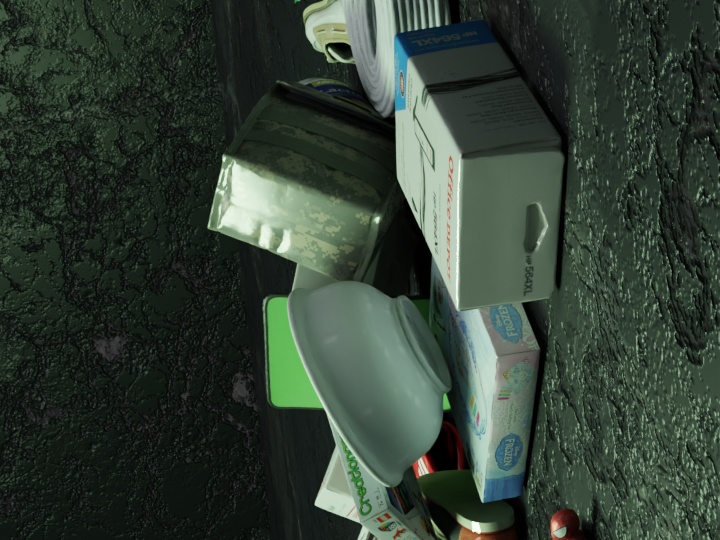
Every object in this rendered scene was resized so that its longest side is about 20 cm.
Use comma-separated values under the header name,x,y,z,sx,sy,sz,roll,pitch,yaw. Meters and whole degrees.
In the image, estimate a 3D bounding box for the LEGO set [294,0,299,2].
name,x,y,z,sx,sy,sz,roll,pitch,yaw
LEGO set,-0.077,-0.403,1.768,0.153,0.115,0.202,-33,57,52

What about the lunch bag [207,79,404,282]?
name,x,y,z,sx,sy,sz,roll,pitch,yaw
lunch bag,-0.031,-0.103,1.550,0.201,0.163,0.118,-63,-7,-49

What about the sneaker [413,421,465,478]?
name,x,y,z,sx,sy,sz,roll,pitch,yaw
sneaker,0.067,0.161,1.716,0.201,0.078,0.116,63,154,27

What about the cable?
name,x,y,z,sx,sy,sz,roll,pitch,yaw
cable,0.034,-0.243,1.511,0.200,0.068,0.202,165,97,-80

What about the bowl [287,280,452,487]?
name,x,y,z,sx,sy,sz,roll,pitch,yaw
bowl,0.022,0.086,1.456,0.202,0.090,0.201,58,-168,-20

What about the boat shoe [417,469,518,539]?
name,x,y,z,sx,sy,sz,roll,pitch,yaw
boat shoe,0.103,0.239,1.550,0.200,0.070,0.063,-149,48,-72

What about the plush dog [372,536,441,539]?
name,x,y,z,sx,sy,sz,roll,pitch,yaw
plush dog,0.021,0.384,1.828,0.200,0.170,0.162,168,93,-79

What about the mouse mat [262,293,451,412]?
name,x,y,z,sx,sy,sz,roll,pitch,yaw
mouse mat,0.003,0.084,1.609,0.008,0.197,0.162,-90,1,-48

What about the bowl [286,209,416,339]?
name,x,y,z,sx,sy,sz,roll,pitch,yaw
bowl,0.000,0.000,1.685,0.200,0.074,0.202,48,-127,-69

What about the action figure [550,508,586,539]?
name,x,y,z,sx,sy,sz,roll,pitch,yaw
action figure,0.140,0.276,1.287,0.065,0.098,0.202,-117,23,-58

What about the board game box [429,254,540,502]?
name,x,y,z,sx,sy,sz,roll,pitch,yaw
board game box,0.106,0.065,1.438,0.200,0.043,0.201,89,168,-47

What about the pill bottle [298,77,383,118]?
name,x,y,z,sx,sy,sz,roll,pitch,yaw
pill bottle,-0.034,-0.154,1.846,0.200,0.114,0.117,-125,28,-67

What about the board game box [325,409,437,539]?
name,x,y,z,sx,sy,sz,roll,pitch,yaw
board game box,0.013,0.171,1.530,0.126,0.034,0.201,49,-162,-50

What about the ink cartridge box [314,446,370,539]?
name,x,y,z,sx,sy,sz,roll,pitch,yaw
ink cartridge box,0.003,0.214,1.833,0.116,0.066,0.202,113,178,-71

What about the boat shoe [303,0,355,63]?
name,x,y,z,sx,sy,sz,roll,pitch,yaw
boat shoe,-0.020,-0.264,1.794,0.200,0.074,0.069,150,116,-79

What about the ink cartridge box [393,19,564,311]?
name,x,y,z,sx,sy,sz,roll,pitch,yaw
ink cartridge box,0.089,-0.086,1.283,0.201,0.083,0.147,-111,16,-54
